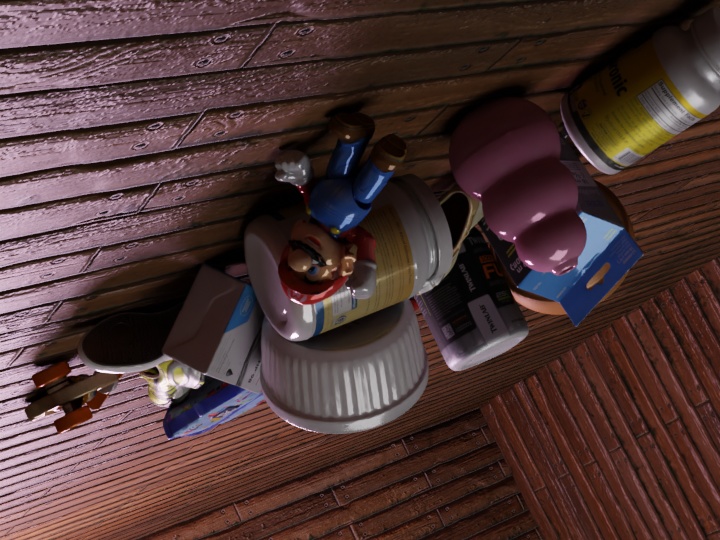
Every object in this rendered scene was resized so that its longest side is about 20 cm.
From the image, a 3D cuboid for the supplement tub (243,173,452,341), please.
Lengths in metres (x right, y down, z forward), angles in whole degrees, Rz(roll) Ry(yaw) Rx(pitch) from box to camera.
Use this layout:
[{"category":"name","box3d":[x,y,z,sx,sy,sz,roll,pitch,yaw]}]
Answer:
[{"category":"supplement tub","box3d":[-0.014,-0.019,1.407,0.200,0.145,0.145,-21,166,-20]}]

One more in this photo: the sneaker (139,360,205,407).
[{"category":"sneaker","box3d":[-0.263,0.133,1.725,0.076,0.076,0.200,15,154,-18]}]

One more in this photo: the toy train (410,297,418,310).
[{"category":"toy train","box3d":[0.046,0.027,1.848,0.200,0.085,0.116,-21,176,-19]}]

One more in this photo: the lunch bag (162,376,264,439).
[{"category":"lunch bag","box3d":[-0.193,0.168,1.807,0.150,0.094,0.200,-31,180,16]}]

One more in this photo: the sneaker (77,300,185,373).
[{"category":"sneaker","box3d":[-0.258,0.091,1.525,0.200,0.073,0.085,-15,160,-44]}]

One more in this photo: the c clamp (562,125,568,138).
[{"category":"c clamp","box3d":[0.334,-0.200,1.638,0.200,0.027,0.171,-12,156,-40]}]

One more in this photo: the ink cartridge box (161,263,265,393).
[{"category":"ink cartridge box","box3d":[-0.146,0.076,1.527,0.116,0.067,0.200,-66,158,-5]}]

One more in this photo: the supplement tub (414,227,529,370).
[{"category":"supplement tub","box3d":[0.134,0.024,1.720,0.122,0.200,0.123,-24,168,-6]}]

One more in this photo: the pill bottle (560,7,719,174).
[{"category":"pill bottle","box3d":[0.333,-0.203,1.424,0.200,0.111,0.111,-34,165,30]}]

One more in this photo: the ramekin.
[{"category":"ramekin","box3d":[-0.023,0.085,1.478,0.200,0.200,0.105,-21,127,-20]}]

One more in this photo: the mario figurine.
[{"category":"mario figurine","box3d":[-0.031,-0.047,1.235,0.106,0.124,0.200,6,124,-29]}]

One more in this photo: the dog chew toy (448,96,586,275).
[{"category":"dog chew toy","box3d":[0.180,-0.087,1.386,0.124,0.200,0.125,-25,167,-6]}]

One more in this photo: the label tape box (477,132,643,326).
[{"category":"label tape box","box3d":[0.236,-0.051,1.563,0.063,0.200,0.144,-1,140,-39]}]

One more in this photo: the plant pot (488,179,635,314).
[{"category":"plant pot","box3d":[0.260,-0.057,1.714,0.200,0.200,0.140,-28,150,8]}]

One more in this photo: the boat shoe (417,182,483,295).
[{"category":"boat shoe","box3d":[0.095,-0.042,1.618,0.066,0.074,0.200,-28,154,-54]}]

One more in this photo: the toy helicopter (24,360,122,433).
[{"category":"toy helicopter","box3d":[-0.369,0.156,1.620,0.132,0.079,0.200,-27,-179,-38]}]

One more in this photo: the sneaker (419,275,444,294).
[{"category":"sneaker","box3d":[0.000,0.000,1.574,0.200,0.078,0.090,-22,139,19]}]
